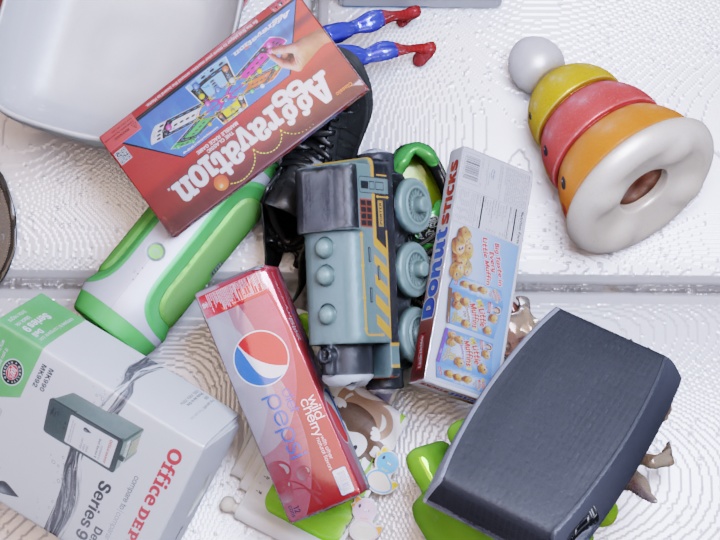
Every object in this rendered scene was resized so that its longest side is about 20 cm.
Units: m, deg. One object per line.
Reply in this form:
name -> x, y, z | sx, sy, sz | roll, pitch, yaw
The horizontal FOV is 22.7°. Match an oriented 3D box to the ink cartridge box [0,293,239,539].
ink cartridge box -> -0.220, 0.135, 1.449 | 0.200, 0.084, 0.146 | 30, 110, 8

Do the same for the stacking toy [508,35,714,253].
stacking toy -> 0.191, -0.126, 1.531 | 0.146, 0.146, 0.200 | -32, 58, -6

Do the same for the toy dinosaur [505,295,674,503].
toy dinosaur -> 0.177, 0.116, 1.461 | 0.136, 0.086, 0.200 | -15, 63, -1

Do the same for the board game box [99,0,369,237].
board game box -> -0.102, -0.126, 1.447 | 0.200, 0.019, 0.103 | -37, 89, 7

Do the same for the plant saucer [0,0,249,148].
plant saucer -> -0.225, -0.220, 1.590 | 0.200, 0.037, 0.200 | 32, 78, 9

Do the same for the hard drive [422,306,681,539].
hard drive -> 0.149, 0.121, 1.372 | 0.135, 0.042, 0.200 | 25, 59, 22

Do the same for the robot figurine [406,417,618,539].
robot figurine -> 0.119, 0.214, 1.434 | 0.175, 0.116, 0.200 | -34, 79, 17

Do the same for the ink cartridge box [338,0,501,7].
ink cartridge box -> 0.054, -0.340, 1.589 | 0.146, 0.086, 0.200 | 1, 78, 1

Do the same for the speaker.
speaker -> -0.152, -0.024, 1.514 | 0.088, 0.088, 0.200 | 36, 80, 9

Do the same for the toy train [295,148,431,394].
toy train -> 0.000, 0.000, 1.433 | 0.085, 0.114, 0.200 | -3, 87, 36

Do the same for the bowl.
bowl -> -0.204, -0.195, 1.527 | 0.200, 0.075, 0.200 | 13, 77, 4

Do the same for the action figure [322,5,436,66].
action figure -> -0.030, -0.190, 1.529 | 0.200, 0.052, 0.065 | -10, 78, -38

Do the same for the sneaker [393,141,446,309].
sneaker -> 0.050, -0.013, 1.507 | 0.078, 0.085, 0.200 | -12, 78, -2

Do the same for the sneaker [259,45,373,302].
sneaker -> -0.041, -0.080, 1.486 | 0.060, 0.200, 0.104 | 20, 41, 13

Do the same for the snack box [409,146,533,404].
snack box -> 0.091, 0.004, 1.442 | 0.072, 0.024, 0.200 | 20, 70, -27

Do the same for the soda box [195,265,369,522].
soda box -> -0.062, 0.098, 1.448 | 0.063, 0.070, 0.200 | -23, 86, 6

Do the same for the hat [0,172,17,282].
hat -> -0.399, -0.041, 1.526 | 0.201, 0.081, 0.201 | 0, 75, 1

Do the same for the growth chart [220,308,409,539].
growth chart -> -0.032, 0.139, 1.497 | 0.145, 0.018, 0.200 | 17, 86, 7
